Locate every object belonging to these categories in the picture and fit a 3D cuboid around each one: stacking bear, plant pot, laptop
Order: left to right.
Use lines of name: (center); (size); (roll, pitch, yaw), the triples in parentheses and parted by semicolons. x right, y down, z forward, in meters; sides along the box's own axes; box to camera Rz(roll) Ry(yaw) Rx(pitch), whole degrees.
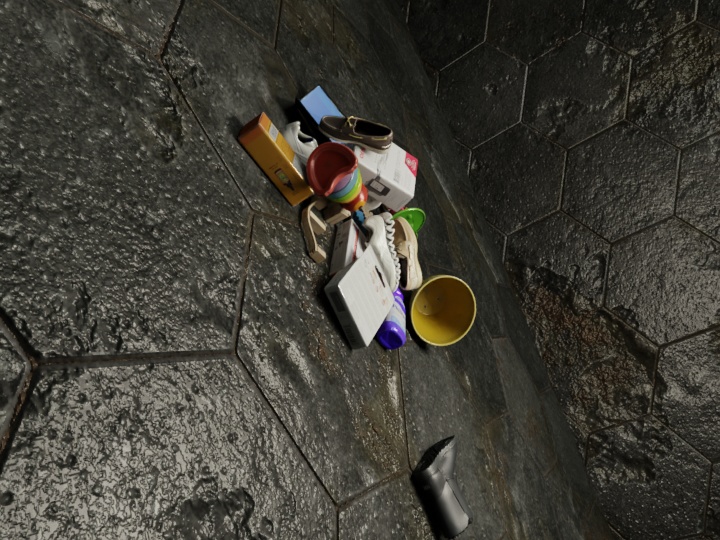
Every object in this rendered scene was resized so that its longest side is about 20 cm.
laptop: (-0.088, -0.422, 1.532); (0.178, 0.103, 0.200); (49, 1, -12)
stacking bear: (-0.041, -0.205, 1.320); (0.114, 0.121, 0.200); (51, 4, 26)
plant pot: (0.223, 0.102, 1.651); (0.203, 0.198, 0.142); (56, -3, -16)

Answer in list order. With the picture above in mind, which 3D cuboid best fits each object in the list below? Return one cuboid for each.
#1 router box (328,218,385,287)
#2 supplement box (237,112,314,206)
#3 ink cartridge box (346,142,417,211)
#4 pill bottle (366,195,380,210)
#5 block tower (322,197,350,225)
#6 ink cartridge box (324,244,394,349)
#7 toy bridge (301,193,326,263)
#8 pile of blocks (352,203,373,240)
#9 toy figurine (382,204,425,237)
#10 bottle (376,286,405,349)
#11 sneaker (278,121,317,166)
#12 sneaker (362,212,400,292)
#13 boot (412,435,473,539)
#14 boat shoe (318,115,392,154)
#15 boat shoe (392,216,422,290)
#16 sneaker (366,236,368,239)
router box: (0.000, 0.000, 1.412); (0.180, 0.048, 0.203); (51, 27, -29)
supplement box: (-0.182, -0.245, 1.248); (0.201, 0.065, 0.070); (52, 22, -28)
ink cartridge box: (0.051, -0.278, 1.507); (0.197, 0.083, 0.148); (28, 51, -21)
pill bottle: (0.025, -0.275, 1.654); (0.115, 0.112, 0.202); (52, 26, -24)
block tower: (-0.079, -0.219, 1.454); (0.054, 0.057, 0.205); (24, 48, -55)
ink cartridge box: (0.003, 0.057, 1.302); (0.163, 0.046, 0.201); (64, 32, -19)
toy bridge: (-0.110, -0.114, 1.318); (0.067, 0.027, 0.204); (43, 32, -39)
pile of blocks: (-0.009, -0.143, 1.515); (0.080, 0.062, 0.203); (-8, 61, -38)
toy figurine: (0.105, -0.196, 1.758); (0.201, 0.147, 0.187); (67, 0, -60)
bottle: (0.080, 0.107, 1.456); (0.084, 0.064, 0.203); (48, 28, -30)
sneaker: (-0.130, -0.269, 1.355); (0.200, 0.086, 0.076); (48, 27, -35)
sneaker: (0.052, -0.042, 1.428); (0.079, 0.075, 0.207); (-8, 87, -20)
boot: (0.209, 0.508, 1.320); (0.171, 0.075, 0.199); (62, 30, 3)
boat shoe: (-0.012, -0.357, 1.414); (0.195, 0.060, 0.073); (20, 57, 3)
boat shoe: (0.115, -0.048, 1.521); (0.064, 0.070, 0.206); (-6, 77, -46)
sneaker: (0.084, -0.050, 1.604); (0.200, 0.074, 0.107); (42, 37, -35)
